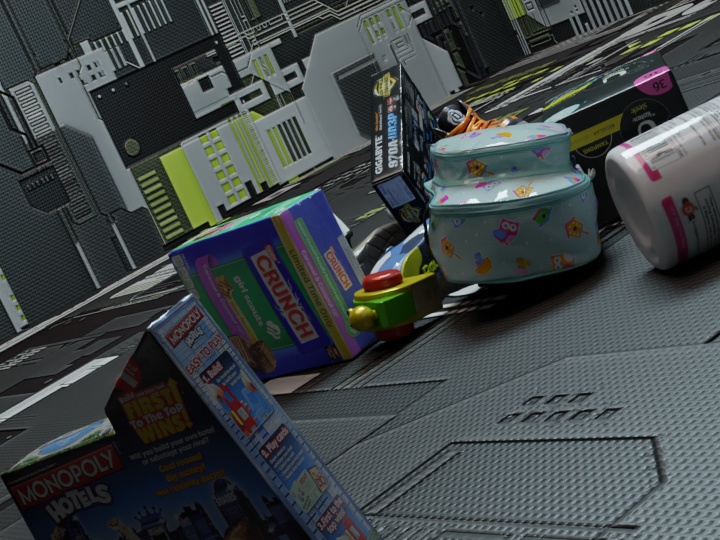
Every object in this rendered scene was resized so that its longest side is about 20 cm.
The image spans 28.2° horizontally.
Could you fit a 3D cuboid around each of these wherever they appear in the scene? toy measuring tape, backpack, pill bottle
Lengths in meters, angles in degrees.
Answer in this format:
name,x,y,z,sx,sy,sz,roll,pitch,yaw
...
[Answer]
name,x,y,z,sx,sy,sz,roll,pitch,yaw
toy measuring tape,0.052,0.025,1.472,0.073,0.074,0.199,-16,4,45
backpack,0.146,-0.061,1.398,0.173,0.155,0.200,-7,20,3
pill bottle,0.320,-0.092,1.222,0.198,0.114,0.113,-26,9,-2

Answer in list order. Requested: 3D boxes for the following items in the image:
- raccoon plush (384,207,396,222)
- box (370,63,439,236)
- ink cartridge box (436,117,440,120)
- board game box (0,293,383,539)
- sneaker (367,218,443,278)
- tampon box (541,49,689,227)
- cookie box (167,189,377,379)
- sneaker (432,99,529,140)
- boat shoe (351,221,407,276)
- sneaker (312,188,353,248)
name,x,y,z,sx,sy,sz,roll,pitch,yaw
raccoon plush,0.131,-0.079,1.904,0.199,0.098,0.134,9,-35,-46
box,0.067,-0.127,1.726,0.046,0.159,0.201,-20,43,20
ink cartridge box,0.114,-0.134,1.931,0.118,0.042,0.200,-26,-31,8
board game box,-0.110,0.128,0.870,0.198,0.202,0.062,-20,10,26
sneaker,0.062,-0.007,1.593,0.082,0.075,0.200,-25,6,31
tampon box,0.289,-0.146,1.577,0.149,0.127,0.200,-24,9,12
cookie box,-0.089,0.021,1.531,0.199,0.172,0.075,-17,15,46
sneaker,0.138,-0.158,1.711,0.078,0.112,0.200,-46,-7,-11
boat shoe,0.000,0.000,1.718,0.073,0.075,0.199,-16,12,46
sneaker,-0.071,0.003,1.896,0.200,0.115,0.080,-54,-9,29
